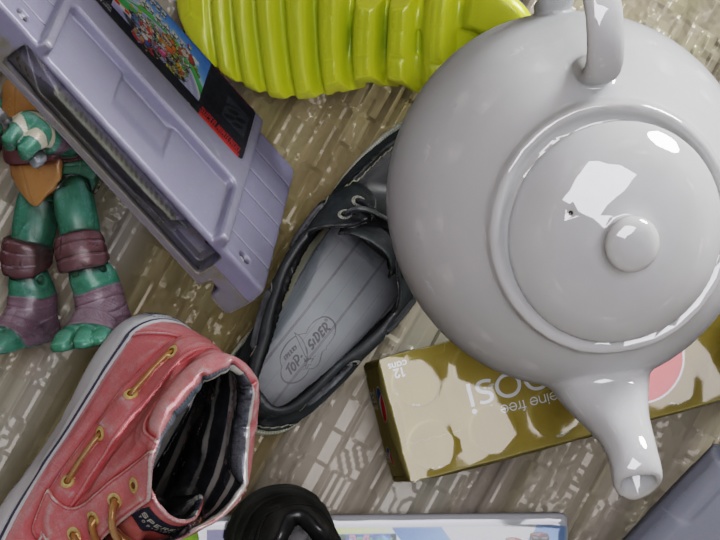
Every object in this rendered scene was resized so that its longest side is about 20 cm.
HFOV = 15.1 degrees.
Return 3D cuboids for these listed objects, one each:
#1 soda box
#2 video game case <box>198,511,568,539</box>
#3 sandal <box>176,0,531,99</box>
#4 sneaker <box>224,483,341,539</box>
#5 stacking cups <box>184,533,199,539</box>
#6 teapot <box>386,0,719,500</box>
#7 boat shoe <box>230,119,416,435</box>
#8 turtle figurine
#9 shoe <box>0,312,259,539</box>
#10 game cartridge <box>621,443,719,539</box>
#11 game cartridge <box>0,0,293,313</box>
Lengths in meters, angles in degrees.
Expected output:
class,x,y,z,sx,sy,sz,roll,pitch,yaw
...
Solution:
class,x,y,z,sx,sy,sz,roll,pitch,yaw
soda box,0.107,0.055,1.423,0.199,0.064,0.068,-14,88,-8
video game case,0.011,0.219,1.421,0.199,0.022,0.183,0,86,-7
sandal,0.002,-0.130,1.420,0.199,0.087,0.080,12,110,12
sneaker,-0.027,0.208,1.361,0.076,0.091,0.201,-13,89,-9
stacking cups,-0.092,0.182,1.380,0.060,0.061,0.201,-15,82,-8
teapot,0.110,-0.032,1.305,0.200,0.146,0.198,38,92,-15
boat shoe,-0.002,-0.001,1.412,0.074,0.066,0.199,42,82,-2
turtle figurine,-0.168,-0.061,1.370,0.100,0.150,0.201,-12,96,-26
shoe,-0.119,0.119,1.304,0.071,0.091,0.201,29,86,-32
game cartridge,0.215,0.202,1.414,0.200,0.041,0.133,41,113,1
game cartridge,-0.110,-0.086,1.354,0.038,0.130,0.200,-31,113,27
